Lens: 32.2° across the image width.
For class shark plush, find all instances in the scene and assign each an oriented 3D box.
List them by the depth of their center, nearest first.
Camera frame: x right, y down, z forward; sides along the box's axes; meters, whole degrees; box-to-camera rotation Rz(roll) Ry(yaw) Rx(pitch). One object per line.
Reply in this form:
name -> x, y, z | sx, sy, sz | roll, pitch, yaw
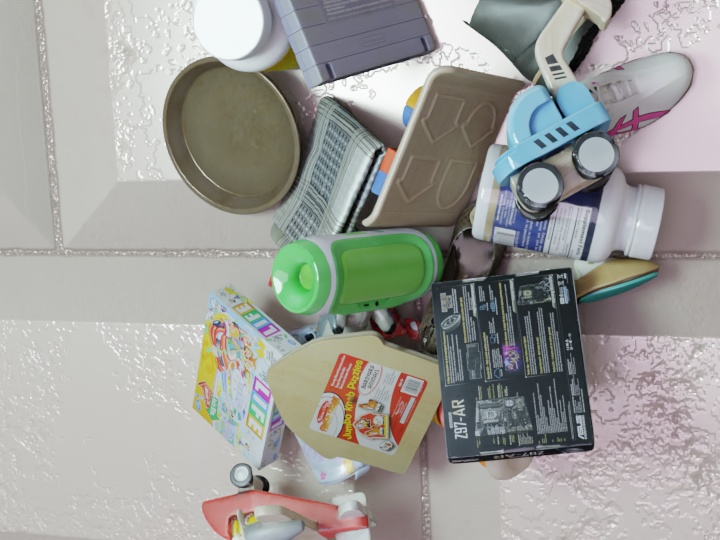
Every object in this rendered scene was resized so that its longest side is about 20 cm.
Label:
shark plush -> -0.030, 0.002, 1.464 | 0.083, 0.091, 0.200 | -5, 97, 52

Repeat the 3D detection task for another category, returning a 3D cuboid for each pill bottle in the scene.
pill bottle -> 0.232, -0.071, 1.396 | 0.200, 0.111, 0.111 | 12, 104, 7
pill bottle -> -0.111, -0.285, 1.429 | 0.112, 0.200, 0.113 | 3, 101, 17

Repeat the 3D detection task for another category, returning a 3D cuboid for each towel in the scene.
towel -> -0.048, -0.090, 1.466 | 0.034, 0.193, 0.200 | 13, 109, -28

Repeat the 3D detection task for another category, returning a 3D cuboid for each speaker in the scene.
speaker -> 0.000, 0.000, 1.370 | 0.088, 0.200, 0.089 | 7, 99, 43

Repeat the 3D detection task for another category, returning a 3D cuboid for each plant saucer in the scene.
plant saucer -> -0.155, -0.167, 1.535 | 0.200, 0.029, 0.200 | 12, 116, 26

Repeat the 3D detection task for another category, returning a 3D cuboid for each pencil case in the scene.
pencil case -> -0.050, 0.165, 1.553 | 0.091, 0.083, 0.200 | -18, 95, 44

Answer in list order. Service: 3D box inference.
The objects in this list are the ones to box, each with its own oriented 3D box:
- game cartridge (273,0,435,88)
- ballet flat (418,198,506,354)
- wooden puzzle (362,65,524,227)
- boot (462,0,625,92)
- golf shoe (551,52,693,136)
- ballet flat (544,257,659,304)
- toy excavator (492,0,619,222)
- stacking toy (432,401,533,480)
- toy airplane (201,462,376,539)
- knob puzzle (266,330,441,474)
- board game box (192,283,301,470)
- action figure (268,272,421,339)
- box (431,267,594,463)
game cartridge -> -0.008, -0.286, 1.402 | 0.038, 0.200, 0.130 | -25, 89, 47
ballet flat -> 0.120, 0.006, 1.468 | 0.067, 0.046, 0.200 | 25, 92, 8
wooden puzzle -> 0.087, -0.139, 1.405 | 0.046, 0.185, 0.200 | 37, 111, 29
boot -> 0.214, -0.313, 1.386 | 0.138, 0.077, 0.200 | 40, 108, 13
golf shoe -> 0.272, -0.181, 1.377 | 0.200, 0.092, 0.073 | -25, 84, 19
ballet flat -> 0.243, 0.018, 1.440 | 0.200, 0.069, 0.063 | -27, 77, 20
toy excavator -> 0.206, -0.178, 1.302 | 0.194, 0.100, 0.200 | -29, 82, 3
stacking toy -> 0.119, 0.151, 1.487 | 0.200, 0.146, 0.146 | 19, 106, 31
toy airplane -> -0.078, 0.324, 1.515 | 0.200, 0.199, 0.141 | 25, 68, -23
knob puzzle -> -0.012, 0.142, 1.461 | 0.219, 0.030, 0.220 | 3, 125, 5
board game box -> -0.144, 0.133, 1.546 | 0.134, 0.034, 0.200 | 38, 134, 28
action figure -> -0.003, 0.016, 1.521 | 0.200, 0.065, 0.099 | 26, 106, 14
box -> 0.166, 0.105, 1.372 | 0.160, 0.044, 0.200 | -7, 72, 7
